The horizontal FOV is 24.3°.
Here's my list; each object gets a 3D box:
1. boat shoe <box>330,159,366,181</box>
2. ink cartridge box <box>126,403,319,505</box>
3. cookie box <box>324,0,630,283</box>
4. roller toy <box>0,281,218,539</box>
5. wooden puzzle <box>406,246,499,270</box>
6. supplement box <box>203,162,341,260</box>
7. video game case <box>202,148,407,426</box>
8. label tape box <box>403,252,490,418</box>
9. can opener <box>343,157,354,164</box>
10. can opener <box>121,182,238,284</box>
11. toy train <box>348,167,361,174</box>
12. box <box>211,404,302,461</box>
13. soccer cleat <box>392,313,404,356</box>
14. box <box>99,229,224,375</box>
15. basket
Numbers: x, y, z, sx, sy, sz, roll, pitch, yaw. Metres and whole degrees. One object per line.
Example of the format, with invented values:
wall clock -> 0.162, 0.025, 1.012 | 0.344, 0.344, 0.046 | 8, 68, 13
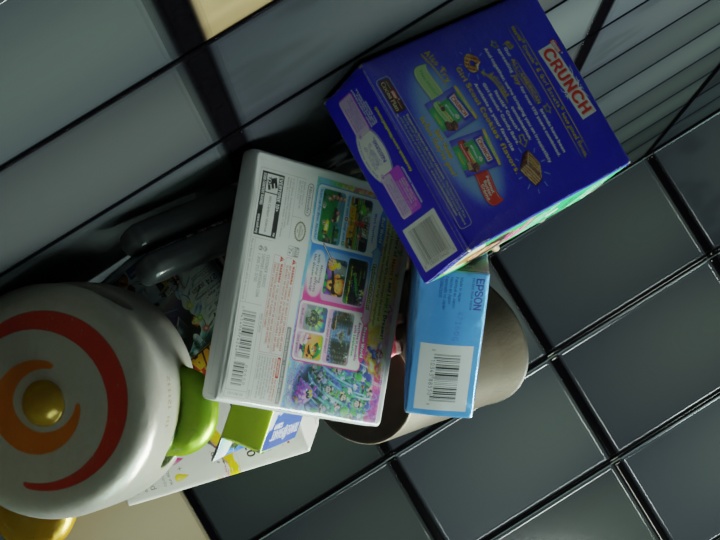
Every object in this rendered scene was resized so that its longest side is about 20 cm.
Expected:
boat shoe -> -0.033, -0.024, 1.464 | 0.073, 0.067, 0.200 | 14, -138, 33
ink cartridge box -> -0.158, 0.129, 1.723 | 0.198, 0.149, 0.145 | -17, -171, 5
cookie box -> 0.097, -0.111, 1.353 | 0.199, 0.172, 0.075 | -27, 175, -34
roller toy -> -0.234, 0.103, 1.330 | 0.199, 0.183, 0.140 | -35, 174, 8
wooden puzzle -> 0.023, -0.035, 1.718 | 0.198, 0.047, 0.185 | -13, -165, -11
supplement box -> -0.095, -0.028, 1.556 | 0.199, 0.061, 0.109 | -26, 173, -47
video game case -> -0.038, 0.018, 1.376 | 0.181, 0.202, 0.024 | 14, 174, -42
label tape box -> 0.074, 0.012, 1.457 | 0.065, 0.145, 0.201 | 5, -151, 1
can opener -> 0.073, -0.109, 1.601 | 0.198, 0.053, 0.066 | -21, 170, 17
can opener -> -0.113, -0.037, 1.373 | 0.199, 0.053, 0.066 | -26, 173, -44
toy train -> 0.048, -0.125, 1.483 | 0.199, 0.085, 0.116 | -27, -173, -23
box -> -0.071, 0.085, 1.559 | 0.122, 0.047, 0.202 | -4, 114, -76
soccer cleat -> 0.000, 0.000, 1.514 | 0.076, 0.201, 0.067 | -9, 141, 13
box -> -0.183, 0.069, 1.420 | 0.200, 0.137, 0.040 | -40, 165, 8
basket -> 0.046, 0.085, 1.609 | 0.200, 0.179, 0.137 | -25, 142, -59
